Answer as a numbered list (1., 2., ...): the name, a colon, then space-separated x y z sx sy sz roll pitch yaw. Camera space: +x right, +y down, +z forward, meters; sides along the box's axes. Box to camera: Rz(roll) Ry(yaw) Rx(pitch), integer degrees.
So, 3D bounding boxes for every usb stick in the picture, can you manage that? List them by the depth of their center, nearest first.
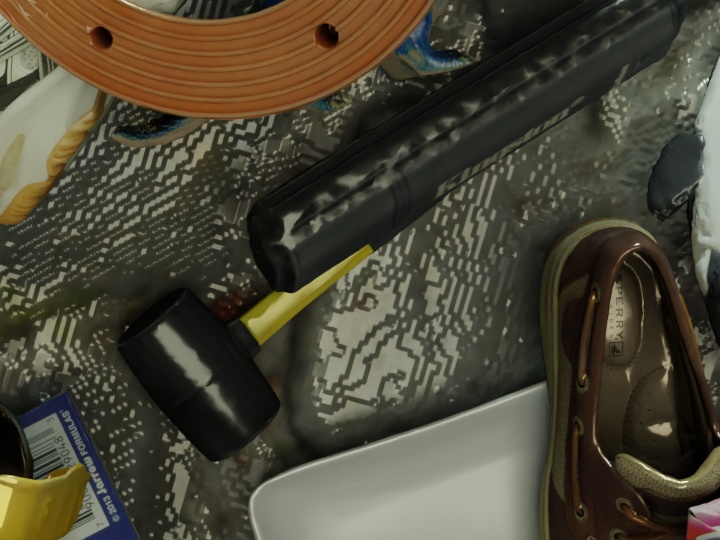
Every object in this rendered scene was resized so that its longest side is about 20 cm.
1. usb stick: 0.042 -0.055 0.813 0.199 0.056 0.033 -33 69 -14

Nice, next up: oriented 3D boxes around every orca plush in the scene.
1. orca plush: 0.181 -0.003 0.849 0.105 0.071 0.201 -21 65 10

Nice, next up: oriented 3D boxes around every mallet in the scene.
1. mallet: 0.000 0.000 0.843 0.199 0.041 0.066 -33 101 -10

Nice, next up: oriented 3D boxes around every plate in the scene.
1. plate: 0.070 0.147 0.875 0.198 0.032 0.201 -19 100 -8

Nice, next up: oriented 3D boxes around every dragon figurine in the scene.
1. dragon figurine: -0.017 -0.114 0.810 0.199 0.059 0.100 -19 98 -13

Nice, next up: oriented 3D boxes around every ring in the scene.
1. ring: -0.055 -0.147 0.686 0.199 0.019 0.202 7 114 15

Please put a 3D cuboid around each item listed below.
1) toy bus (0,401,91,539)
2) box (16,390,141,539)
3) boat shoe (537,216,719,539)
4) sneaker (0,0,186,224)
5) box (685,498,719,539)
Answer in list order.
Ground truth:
1. toy bus: -0.215 0.118 0.733 0.198 0.136 0.193 16 85 3
2. box: -0.174 0.145 0.798 0.199 0.032 0.122 -26 71 -8
3. boat shoe: 0.112 0.081 0.823 0.072 0.072 0.202 -5 97 -11
4. sneaker: -0.107 -0.111 0.765 0.087 0.076 0.200 38 108 -6
5. box: 0.209 0.134 0.818 0.199 0.095 0.101 -5 101 -52
